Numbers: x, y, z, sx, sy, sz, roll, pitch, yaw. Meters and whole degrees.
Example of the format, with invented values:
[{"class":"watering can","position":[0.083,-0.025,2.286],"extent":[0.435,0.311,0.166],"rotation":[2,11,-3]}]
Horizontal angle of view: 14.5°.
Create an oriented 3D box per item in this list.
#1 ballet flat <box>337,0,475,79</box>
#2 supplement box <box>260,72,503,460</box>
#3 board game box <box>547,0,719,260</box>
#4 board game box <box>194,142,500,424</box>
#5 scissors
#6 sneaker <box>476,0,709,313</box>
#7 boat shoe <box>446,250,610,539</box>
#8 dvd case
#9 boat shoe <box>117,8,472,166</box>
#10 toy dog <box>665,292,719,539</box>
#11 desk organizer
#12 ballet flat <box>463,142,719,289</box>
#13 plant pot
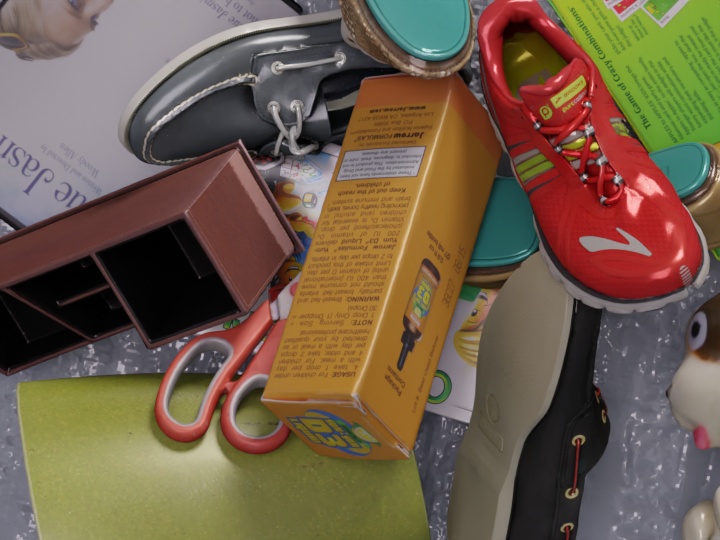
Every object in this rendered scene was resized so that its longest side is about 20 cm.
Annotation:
[{"class":"ballet flat","position":[0.010,-0.158,1.513],"extent":[0.070,0.065,0.200],"rotation":[1,47,-22]},{"class":"supplement box","position":[0.013,-0.004,1.474],"extent":[0.069,0.067,0.200],"rotation":[-3,57,32]},{"class":"board game box","position":[0.178,-0.117,1.511],"extent":[0.101,0.048,0.200],"rotation":[-33,106,7]},{"class":"board game box","position":[0.000,0.000,1.580],"extent":[0.199,0.035,0.127],"rotation":[17,90,10]},{"class":"scissors","position":[-0.045,0.017,1.507],"extent":[0.073,0.014,0.200],"rotation":[19,56,9]},{"class":"sneaker","position":[0.106,-0.061,1.429],"extent":[0.077,0.085,0.200],"rotation":[-29,53,-4]},{"class":"boat shoe","position":[0.097,0.075,1.508],"extent":[0.063,0.074,0.202],"rotation":[-3,124,-22]},{"class":"dvd case","position":[-0.148,-0.112,1.591],"extent":[0.143,0.018,0.200],"rotation":[37,96,-15]},{"class":"boat shoe","position":[-0.033,-0.096,1.542],"extent":[0.199,0.073,0.062],"rotation":[-20,53,-15]},{"class":"toy dog","position":[0.250,0.088,1.483],"extent":[0.200,0.140,0.194],"rotation":[44,85,9]},{"class":"desk organizer","position":[-0.139,0.007,1.539],"extent":[0.200,0.077,0.072],"rotation":[-20,110,31]},{"class":"ballet flat","position":[0.111,-0.017,1.509],"extent":[0.199,0.063,0.069],"rotation":[-10,50,28]},{"class":"plant pot","position":[-0.068,0.131,1.525],"extent":[0.199,0.187,0.188],"rotation":[-12,85,-3]}]
